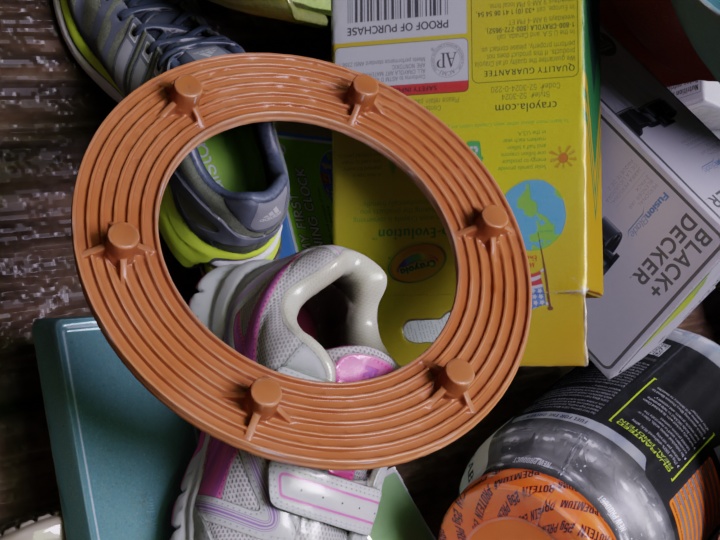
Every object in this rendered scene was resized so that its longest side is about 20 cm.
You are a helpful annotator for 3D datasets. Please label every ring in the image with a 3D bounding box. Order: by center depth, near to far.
[{"bbox_3d":[-0.018,-0.014,0.560,0.199,0.019,0.202,10,55,-15],"label":"ring"}]

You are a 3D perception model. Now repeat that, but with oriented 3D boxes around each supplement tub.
[{"bbox_3d":[0.134,0.118,0.739,0.200,0.122,0.123,-28,98,-50],"label":"supplement tub"}]

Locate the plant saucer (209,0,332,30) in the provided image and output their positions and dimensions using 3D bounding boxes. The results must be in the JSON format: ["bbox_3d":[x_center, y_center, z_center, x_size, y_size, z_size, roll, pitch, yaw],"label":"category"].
[{"bbox_3d":[-0.068,-0.207,0.670,0.200,0.048,0.201,-43,114,-79],"label":"plant saucer"}]

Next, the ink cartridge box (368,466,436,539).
[{"bbox_3d":[0.011,0.222,0.697,0.145,0.048,0.201,-24,77,-40],"label":"ink cartridge box"}]

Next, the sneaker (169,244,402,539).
[{"bbox_3d":[-0.024,0.071,0.566,0.081,0.088,0.201,18,54,-39],"label":"sneaker"}]

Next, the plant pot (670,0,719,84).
[{"bbox_3d":[0.237,-0.132,0.628,0.135,0.199,0.201,66,39,-56],"label":"plant pot"}]

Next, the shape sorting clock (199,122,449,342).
[{"bbox_3d":[0.000,0.000,0.727,0.199,0.039,0.201,22,54,-33],"label":"shape sorting clock"}]

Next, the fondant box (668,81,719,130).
[{"bbox_3d":[0.272,-0.189,0.987,0.144,0.058,0.202,15,73,-36],"label":"fondant box"}]

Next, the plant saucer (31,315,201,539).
[{"bbox_3d":[-0.088,0.108,0.572,0.069,0.019,0.201,-3,67,-28],"label":"plant saucer"}]

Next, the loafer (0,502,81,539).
[{"bbox_3d":[-0.079,0.126,0.629,0.199,0.076,0.069,-11,89,-31],"label":"loafer"}]

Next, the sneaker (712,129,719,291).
[{"bbox_3d":[0.243,-0.001,0.929,0.114,0.075,0.202,1,93,-14],"label":"sneaker"}]

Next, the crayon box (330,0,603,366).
[{"bbox_3d":[0.050,-0.054,0.653,0.051,0.126,0.202,10,80,-70],"label":"crayon box"}]

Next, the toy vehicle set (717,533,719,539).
[{"bbox_3d":[0.229,0.161,0.721,0.124,0.026,0.202,-7,118,-38],"label":"toy vehicle set"}]

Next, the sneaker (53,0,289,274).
[{"bbox_3d":[-0.083,-0.097,0.645,0.074,0.081,0.201,-25,83,-28],"label":"sneaker"}]

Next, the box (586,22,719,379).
[{"bbox_3d":[0.108,-0.058,0.715,0.200,0.117,0.060,49,43,15],"label":"box"}]

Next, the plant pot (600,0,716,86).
[{"bbox_3d":[0.150,-0.184,0.796,0.200,0.195,0.203,9,75,-37],"label":"plant pot"}]
